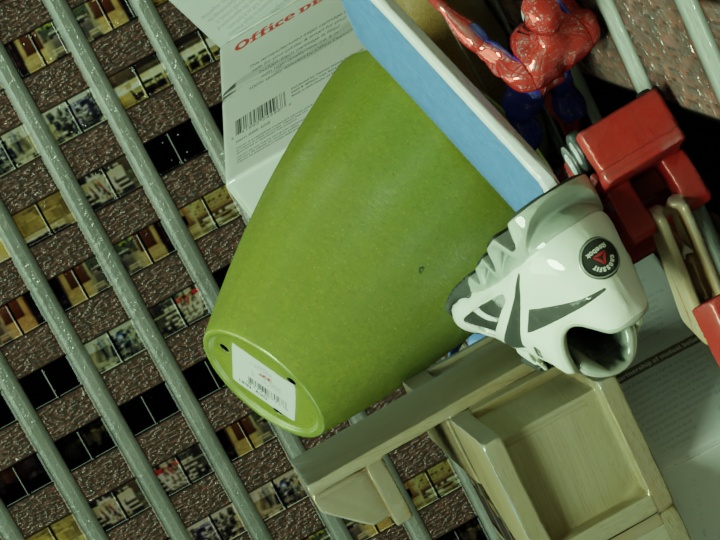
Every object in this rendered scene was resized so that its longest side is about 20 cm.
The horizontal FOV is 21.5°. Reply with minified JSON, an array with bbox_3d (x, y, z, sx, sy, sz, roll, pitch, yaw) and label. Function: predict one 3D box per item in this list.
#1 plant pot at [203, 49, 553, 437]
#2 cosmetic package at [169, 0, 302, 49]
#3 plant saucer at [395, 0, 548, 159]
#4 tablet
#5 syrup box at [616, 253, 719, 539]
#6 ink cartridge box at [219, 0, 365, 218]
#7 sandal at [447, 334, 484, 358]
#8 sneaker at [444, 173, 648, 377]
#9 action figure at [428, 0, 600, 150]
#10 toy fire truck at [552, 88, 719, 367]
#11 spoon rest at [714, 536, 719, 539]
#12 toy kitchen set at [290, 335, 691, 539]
[{"bbox_3d":[0.000,0.000,1.172,0.186,0.200,0.188,31,154,17],"label":"plant pot"},{"bbox_3d":[-0.057,-0.202,1.485,0.200,0.101,0.074,42,-159,-34],"label":"cosmetic package"},{"bbox_3d":[0.074,-0.132,1.242,0.201,0.035,0.200,61,176,7],"label":"plant saucer"},{"bbox_3d":[0.050,-0.095,1.051,0.200,0.014,0.130,50,176,21],"label":"tablet"},{"bbox_3d":[0.161,0.056,1.080,0.200,0.081,0.079,58,173,46],"label":"syrup box"},{"bbox_3d":[-0.021,-0.122,1.375,0.084,0.144,0.201,53,-164,-33],"label":"ink cartridge box"},{"bbox_3d":[0.118,0.064,1.417,0.086,0.080,0.200,22,164,-5],"label":"sandal"},{"bbox_3d":[0.099,0.023,0.976,0.089,0.074,0.200,55,171,8],"label":"sneaker"},{"bbox_3d":[0.080,-0.122,1.012,0.099,0.065,0.200,52,174,11],"label":"action figure"},{"bbox_3d":[0.154,-0.014,0.930,0.142,0.049,0.200,60,176,8],"label":"toy fire truck"},{"bbox_3d":[0.235,0.189,1.051,0.200,0.100,0.060,44,-166,31],"label":"spoon rest"},{"bbox_3d":[0.076,0.152,1.057,0.181,0.162,0.200,64,174,-10],"label":"toy kitchen set"}]
